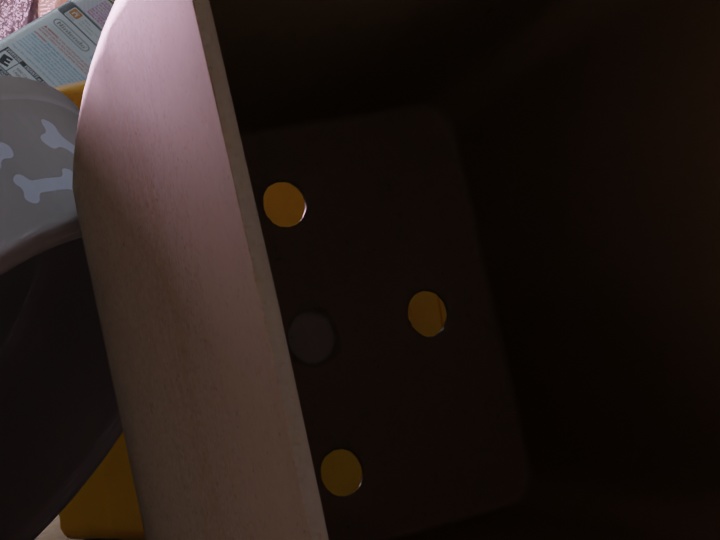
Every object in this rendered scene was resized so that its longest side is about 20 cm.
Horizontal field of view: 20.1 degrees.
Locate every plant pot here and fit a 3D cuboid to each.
[{"bbox_3d":[0.024,0.010,0.545,0.199,0.201,0.177,-11,-2,-30],"label":"plant pot"}]

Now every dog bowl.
[{"bbox_3d":[-0.136,0.037,0.640,0.059,0.200,0.200,39,26,20],"label":"dog bowl"}]

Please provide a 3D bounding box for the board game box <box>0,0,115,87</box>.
[{"bbox_3d":[-0.097,-0.080,1.047,0.200,0.148,0.064,-39,-9,-44],"label":"board game box"}]

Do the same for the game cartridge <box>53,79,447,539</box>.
[{"bbox_3d":[-0.050,0.011,0.739,0.199,0.177,0.032,-5,6,41],"label":"game cartridge"}]
